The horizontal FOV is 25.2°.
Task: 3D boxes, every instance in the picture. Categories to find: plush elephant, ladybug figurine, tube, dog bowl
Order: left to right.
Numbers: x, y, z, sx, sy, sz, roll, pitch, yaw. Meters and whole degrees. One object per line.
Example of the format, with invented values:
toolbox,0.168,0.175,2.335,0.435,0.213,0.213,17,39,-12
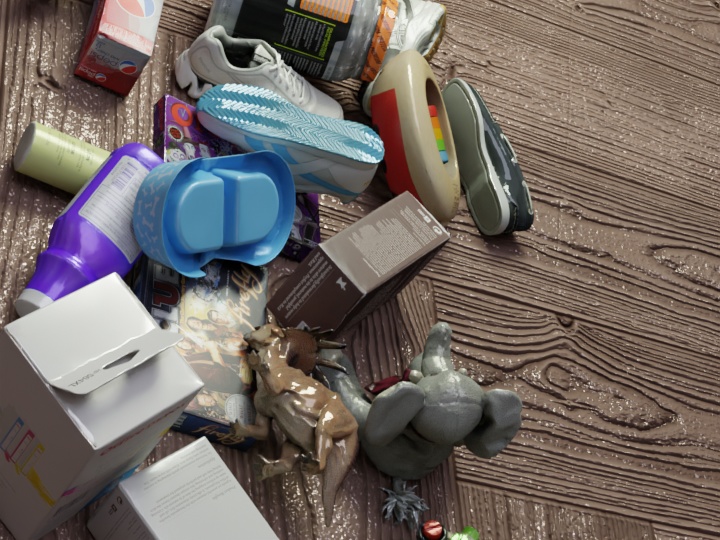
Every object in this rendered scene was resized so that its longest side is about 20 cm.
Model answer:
tube,-0.242,-0.088,1.595,0.199,0.052,0.059,23,88,-27
dog bowl,-0.141,-0.058,1.544,0.199,0.049,0.113,-13,108,-55
ladybug figurine,0.060,-0.144,1.803,0.136,0.071,0.202,5,72,-73
plush elephant,0.061,0.127,1.556,0.163,0.155,0.201,11,50,-28

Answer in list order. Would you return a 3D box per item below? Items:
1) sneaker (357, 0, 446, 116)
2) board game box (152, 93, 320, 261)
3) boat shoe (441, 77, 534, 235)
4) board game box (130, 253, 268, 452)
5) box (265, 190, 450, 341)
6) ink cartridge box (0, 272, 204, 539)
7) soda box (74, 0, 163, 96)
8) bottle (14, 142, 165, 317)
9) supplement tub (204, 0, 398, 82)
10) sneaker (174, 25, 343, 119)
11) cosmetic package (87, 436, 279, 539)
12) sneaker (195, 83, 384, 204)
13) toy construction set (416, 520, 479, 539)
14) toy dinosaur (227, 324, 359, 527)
sneaker,0.030,-0.253,1.917,0.087,0.076,0.201,20,46,14
board game box,-0.127,-0.094,1.670,0.199,0.032,0.121,24,41,-33
boat shoe,0.147,-0.132,1.893,0.060,0.075,0.202,-2,70,-35
board game box,-0.157,0.064,1.541,0.134,0.035,0.201,19,47,-22
box,0.000,0.000,1.635,0.075,0.100,0.200,46,32,5
ink cartridge box,-0.235,0.108,1.328,0.125,0.200,0.128,50,43,9
soda box,-0.250,-0.285,1.729,0.063,0.070,0.201,23,46,-19
bottle,-0.247,-0.027,1.506,0.084,0.065,0.201,44,57,-18
supplement tub,-0.065,-0.286,1.800,0.198,0.123,0.123,18,47,-7
sneaker,-0.100,-0.203,1.764,0.199,0.081,0.076,20,45,-23
cosmetic package,-0.127,0.257,1.371,0.107,0.085,0.201,-24,73,-44
sneaker,-0.080,-0.127,1.669,0.198,0.081,0.077,21,44,-7
toy construction set,0.091,0.305,1.482,0.130,0.093,0.200,24,31,18
toy dinosaur,-0.046,0.126,1.487,0.135,0.086,0.201,-22,76,-51
